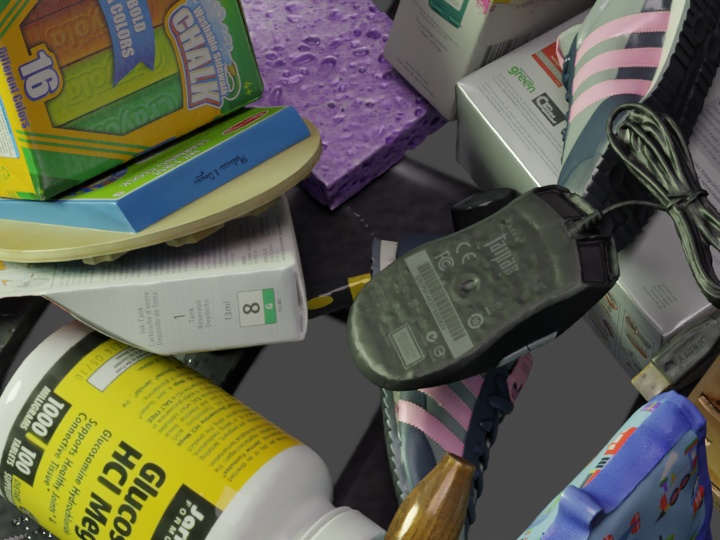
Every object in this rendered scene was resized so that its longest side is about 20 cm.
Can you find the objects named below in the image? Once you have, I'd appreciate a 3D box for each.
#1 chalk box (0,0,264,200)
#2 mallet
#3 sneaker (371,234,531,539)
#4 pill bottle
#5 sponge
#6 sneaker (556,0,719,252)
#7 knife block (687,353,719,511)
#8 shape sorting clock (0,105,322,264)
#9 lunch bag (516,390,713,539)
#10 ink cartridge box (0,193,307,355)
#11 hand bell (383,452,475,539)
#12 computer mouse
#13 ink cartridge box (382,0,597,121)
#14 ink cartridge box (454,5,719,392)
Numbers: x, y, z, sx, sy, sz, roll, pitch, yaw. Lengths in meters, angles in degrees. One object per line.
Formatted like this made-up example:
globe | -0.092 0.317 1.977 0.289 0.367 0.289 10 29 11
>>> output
chalk box | -0.141 -0.133 1.186 0.200 0.125 0.124 -29 21 -32
mallet | 0.000 0.000 1.219 0.199 0.041 0.066 -9 99 1
sneaker | 0.053 0.073 1.138 0.082 0.070 0.201 -6 72 0
pill bottle | -0.088 0.117 1.122 0.199 0.113 0.113 32 65 20
sponge | -0.041 -0.135 1.319 0.111 0.030 0.200 -37 64 -18
sneaker | 0.135 -0.093 1.176 0.082 0.070 0.201 10 60 36
knife block | 0.272 0.039 1.190 0.064 0.200 0.175 45 25 26
shape sorting clock | -0.117 -0.046 1.173 0.199 0.039 0.200 -14 18 5
lunch bag | 0.102 0.147 1.043 0.094 0.200 0.151 37 68 22
ink cartridge box | -0.131 0.005 1.162 0.199 0.050 0.161 -8 17 -2
hand bell | 0.002 0.178 1.034 0.104 0.104 0.201 28 96 18
computer mouse | 0.100 0.022 1.076 0.200 0.046 0.141 -34 59 3
ink cartridge box | 0.098 -0.190 1.230 0.116 0.201 0.067 -23 58 -35
ink cartridge box | 0.179 -0.057 1.228 0.175 0.084 0.200 -29 62 -13
